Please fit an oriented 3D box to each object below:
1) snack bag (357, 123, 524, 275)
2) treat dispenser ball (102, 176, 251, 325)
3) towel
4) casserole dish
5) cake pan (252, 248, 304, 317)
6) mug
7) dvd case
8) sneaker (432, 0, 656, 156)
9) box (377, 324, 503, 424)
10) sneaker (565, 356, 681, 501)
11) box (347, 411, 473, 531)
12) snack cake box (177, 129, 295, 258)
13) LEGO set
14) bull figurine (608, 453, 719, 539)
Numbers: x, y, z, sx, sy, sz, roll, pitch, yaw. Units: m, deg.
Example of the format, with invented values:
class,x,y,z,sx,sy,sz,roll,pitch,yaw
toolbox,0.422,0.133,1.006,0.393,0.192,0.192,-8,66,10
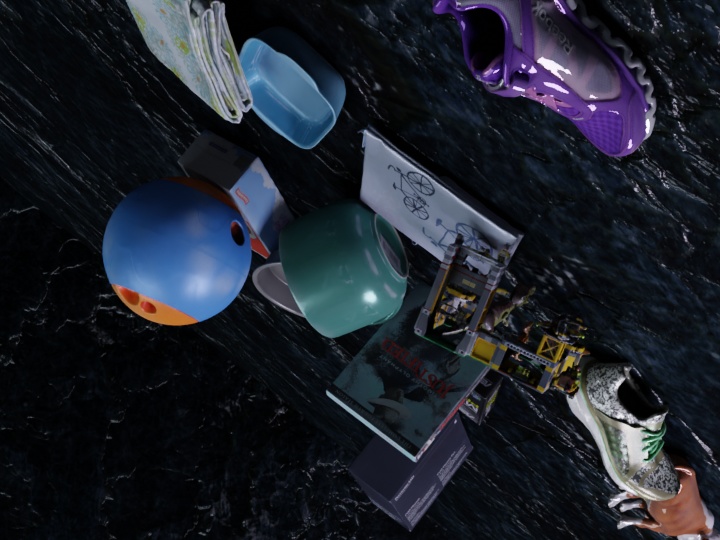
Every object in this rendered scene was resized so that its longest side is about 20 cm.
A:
class,x,y,z,sx,sy,sz,roll,pitch,yaw
snack bag,0.078,-0.062,1.120,0.199,0.021,0.189,37,164,10
treat dispenser ball,-0.248,-0.026,1.405,0.200,0.201,0.201,37,165,12
towel,-0.195,-0.263,1.087,0.200,0.048,0.172,44,161,31
casserole dish,-0.073,-0.193,1.081,0.121,0.039,0.200,42,166,-6
cake pan,-0.060,0.023,1.529,0.198,0.037,0.201,13,155,6
mug,-0.005,-0.009,1.257,0.153,0.114,0.185,68,-160,6
dvd case,0.074,0.123,1.309,0.146,0.200,0.022,35,159,20
sneaker,0.116,-0.141,0.680,0.200,0.089,0.080,47,162,-26
box,0.116,0.138,1.548,0.199,0.044,0.160,37,164,14
sneaker,0.306,0.177,1.140,0.200,0.077,0.088,52,146,-14
box,0.095,0.339,1.868,0.104,0.200,0.182,32,163,28
snack cake box,-0.171,-0.104,1.513,0.115,0.067,0.200,29,161,31
LEGO set,0.156,0.034,1.063,0.199,0.117,0.153,28,-166,25
bull figurine,0.375,0.289,1.279,0.120,0.065,0.201,-5,135,22
